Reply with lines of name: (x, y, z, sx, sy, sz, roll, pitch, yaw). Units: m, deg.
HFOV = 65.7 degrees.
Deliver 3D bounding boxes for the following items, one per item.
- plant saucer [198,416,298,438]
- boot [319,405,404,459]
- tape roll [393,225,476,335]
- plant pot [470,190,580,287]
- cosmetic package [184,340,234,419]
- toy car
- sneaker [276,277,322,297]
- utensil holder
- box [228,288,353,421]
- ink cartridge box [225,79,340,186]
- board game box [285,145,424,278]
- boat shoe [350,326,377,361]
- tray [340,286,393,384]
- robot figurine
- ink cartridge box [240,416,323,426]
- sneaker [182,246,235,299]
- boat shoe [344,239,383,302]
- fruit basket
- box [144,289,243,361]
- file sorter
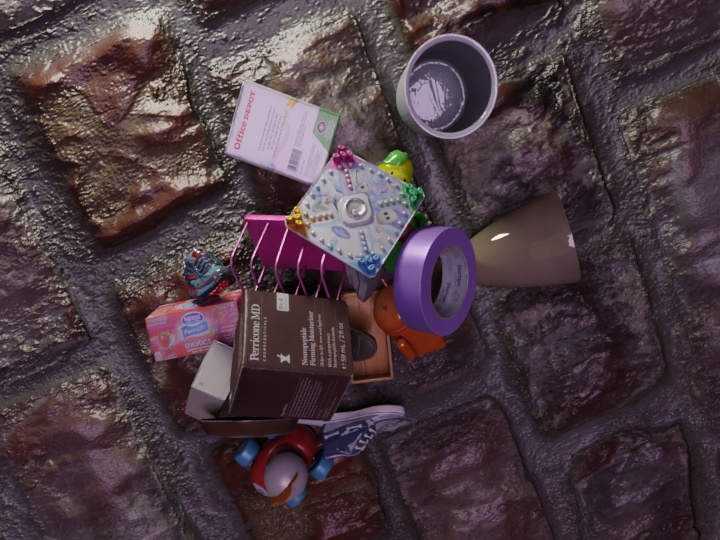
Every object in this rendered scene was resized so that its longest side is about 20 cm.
plant saucer: (-0.215, 0.305, 1.089, 0.194, 0.201, 0.035, -2, 78, -2)
boot: (0.007, 0.361, 1.240, 0.195, 0.073, 0.092, -11, 60, 7)
tape roll: (0.146, 0.018, 1.068, 0.065, 0.198, 0.206, 7, 106, 40)
plant pot: (0.324, -0.043, 1.145, 0.195, 0.188, 0.192, -16, 103, 14)
cosmetic package: (-0.302, 0.235, 1.146, 0.072, 0.200, 0.105, 25, 57, -8)
toy car: (-0.171, 0.442, 1.200, 0.184, 0.200, 0.177, 43, 97, -10)
sneaker: (-0.160, 0.096, 1.182, 0.198, 0.069, 0.092, -35, 138, -28)
utensil holder: (0.151, -0.335, 1.053, 0.165, 0.200, 0.175, -1, 102, -3)
box: (-0.130, 0.159, 1.023, 0.195, 0.169, 0.166, 8, 137, -17)
ink cartridge box: (-0.152, -0.270, 1.112, 0.195, 0.084, 0.148, 18, 100, -7)
board game box: (-0.009, -0.117, 1.029, 0.197, 0.026, 0.202, 30, 70, 13)
boat shoe: (-0.053, 0.145, 1.186, 0.195, 0.068, 0.074, 6, 99, 17)
tray: (0.015, 0.143, 1.230, 0.096, 0.037, 0.206, -6, 103, -1)
robot figurine: (0.103, 0.101, 1.165, 0.199, 0.116, 0.145, 41, 80, -34)
ink cartridge box: (-0.165, 0.245, 1.217, 0.194, 0.084, 0.150, 8, 104, -5)
sneaker: (-0.317, 0.001, 1.111, 0.078, 0.198, 0.098, -27, 100, -32)
boat shoe: (0.000, 0.000, 1.103, 0.065, 0.201, 0.072, 37, 77, 16)
fruit basket: (0.047, -0.127, 1.116, 0.209, 0.157, 0.220, 5, 127, 6)
box: (-0.336, 0.113, 1.176, 0.195, 0.100, 0.098, -11, 103, 1)
file sorter: (-0.136, -0.011, 1.091, 0.195, 0.127, 0.141, 3, 141, 15)
